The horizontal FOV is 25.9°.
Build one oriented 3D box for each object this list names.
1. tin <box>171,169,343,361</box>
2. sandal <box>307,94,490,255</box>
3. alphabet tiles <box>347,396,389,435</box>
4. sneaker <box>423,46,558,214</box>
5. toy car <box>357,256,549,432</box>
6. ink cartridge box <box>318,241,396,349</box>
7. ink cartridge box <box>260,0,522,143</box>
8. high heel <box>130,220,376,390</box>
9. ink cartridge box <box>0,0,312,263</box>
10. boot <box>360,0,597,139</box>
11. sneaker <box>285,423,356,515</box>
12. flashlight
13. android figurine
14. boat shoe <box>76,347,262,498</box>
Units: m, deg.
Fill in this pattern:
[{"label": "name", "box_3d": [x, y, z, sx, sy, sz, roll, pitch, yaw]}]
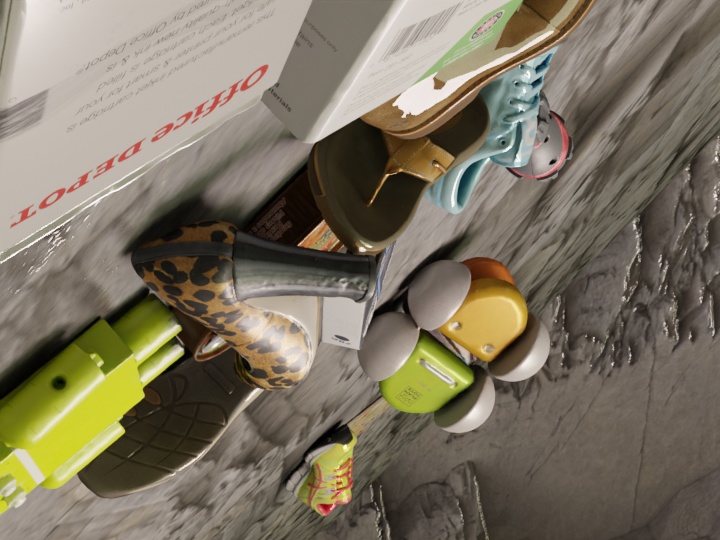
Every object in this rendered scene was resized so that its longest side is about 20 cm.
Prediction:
[{"label": "tin", "box_3d": [-0.050, -0.017, 1.076, 0.200, 0.042, 0.112, -44, 166, 8]}, {"label": "sandal", "box_3d": [0.033, -0.081, 0.999, 0.054, 0.080, 0.200, -37, -177, 43]}, {"label": "alphabet tiles", "box_3d": [-0.008, 0.247, 2.460, 0.200, 0.006, 0.166, -35, 167, -38]}, {"label": "sneaker", "box_3d": [0.105, -0.120, 1.110, 0.074, 0.082, 0.200, -31, 165, -52]}, {"label": "toy car", "box_3d": [0.098, 0.068, 1.760, 0.200, 0.175, 0.150, -46, -154, 18]}, {"label": "ink cartridge box", "box_3d": [0.000, 0.000, 1.226, 0.200, 0.039, 0.099, 102, 7, -76]}, {"label": "ink cartridge box", "box_3d": [0.036, -0.163, 0.643, 0.146, 0.084, 0.200, -34, 167, -43]}, {"label": "high heel", "box_3d": [-0.091, 0.024, 0.976, 0.143, 0.071, 0.200, 7, 155, -21]}, {"label": "ink cartridge box", "box_3d": [-0.074, -0.107, 0.455, 0.147, 0.083, 0.200, -37, 168, -33]}, {"label": "boot", "box_3d": [0.071, -0.152, 0.897, 0.200, 0.074, 0.075, -43, 161, 16]}, {"label": "sneaker", "box_3d": [-0.038, 0.298, 2.314, 0.078, 0.090, 0.200, -34, 166, -33]}, {"label": "flashlight", "box_3d": [0.138, -0.114, 1.312, 0.068, 0.068, 0.200, -49, 171, 7]}, {"label": "android figurine", "box_3d": [-0.195, 0.098, 0.991, 0.200, 0.041, 0.182, -41, 171, -17]}, {"label": "boat shoe", "box_3d": [-0.130, 0.109, 1.193, 0.200, 0.075, 0.073, -37, 168, -25]}]
